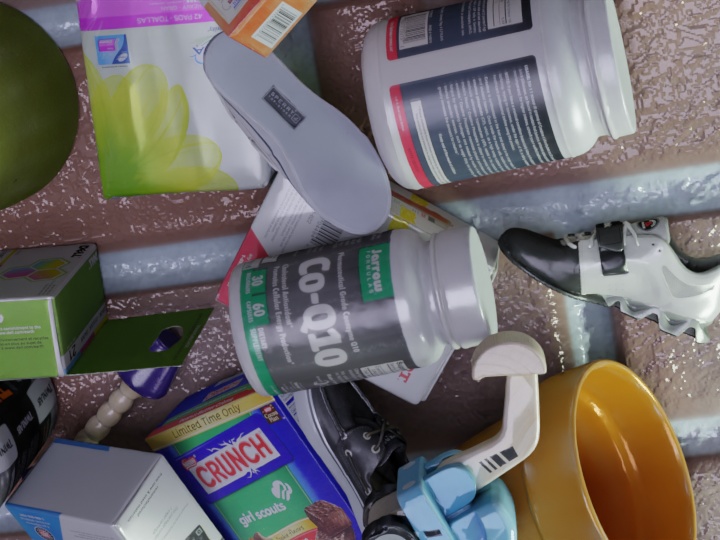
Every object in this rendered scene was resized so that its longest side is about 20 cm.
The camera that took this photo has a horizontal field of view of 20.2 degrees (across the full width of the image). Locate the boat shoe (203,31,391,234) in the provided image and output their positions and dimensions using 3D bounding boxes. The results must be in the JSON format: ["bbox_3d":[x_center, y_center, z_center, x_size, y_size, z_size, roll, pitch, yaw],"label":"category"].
[{"bbox_3d":[-0.050,-0.113,1.629,0.073,0.065,0.200,-38,96,-6],"label":"boat shoe"}]

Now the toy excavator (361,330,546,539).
[{"bbox_3d":[0.088,0.169,1.597,0.199,0.100,0.195,-29,100,7],"label":"toy excavator"}]

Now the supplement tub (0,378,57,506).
[{"bbox_3d":[-0.347,0.149,1.763,0.122,0.200,0.123,2,110,7],"label":"supplement tub"}]

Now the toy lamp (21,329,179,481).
[{"bbox_3d":[-0.229,0.131,1.817,0.058,0.058,0.200,41,110,-7],"label":"toy lamp"}]

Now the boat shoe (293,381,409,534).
[{"bbox_3d":[0.013,0.158,1.684,0.066,0.070,0.201,-24,89,43],"label":"boat shoe"}]

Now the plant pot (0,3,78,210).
[{"bbox_3d":[-0.349,-0.112,1.672,0.186,0.200,0.188,3,110,8],"label":"plant pot"}]

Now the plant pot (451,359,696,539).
[{"bbox_3d":[0.158,0.197,1.721,0.183,0.200,0.201,-22,105,32],"label":"plant pot"}]

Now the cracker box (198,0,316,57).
[{"bbox_3d":[-0.095,-0.283,1.586,0.134,0.058,0.200,-46,59,13],"label":"cracker box"}]

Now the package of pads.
[{"bbox_3d":[-0.149,-0.164,1.694,0.153,0.068,0.201,-2,109,11],"label":"package of pads"}]

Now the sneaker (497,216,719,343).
[{"bbox_3d":[0.215,-0.015,1.692,0.199,0.074,0.089,18,111,-8],"label":"sneaker"}]

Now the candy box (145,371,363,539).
[{"bbox_3d":[-0.064,0.185,1.770,0.169,0.077,0.201,-25,103,42],"label":"candy box"}]

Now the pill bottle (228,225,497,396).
[{"bbox_3d":[0.003,0.030,1.625,0.199,0.113,0.114,-12,107,11],"label":"pill bottle"}]

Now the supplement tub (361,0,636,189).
[{"bbox_3d":[0.111,-0.150,1.621,0.199,0.140,0.141,-11,107,13],"label":"supplement tub"}]

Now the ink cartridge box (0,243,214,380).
[{"bbox_3d":[-0.239,0.032,1.735,0.199,0.148,0.076,-5,107,9],"label":"ink cartridge box"}]

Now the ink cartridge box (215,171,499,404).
[{"bbox_3d":[0.000,0.000,1.720,0.199,0.083,0.146,29,110,-2],"label":"ink cartridge box"}]

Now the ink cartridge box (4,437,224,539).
[{"bbox_3d":[-0.194,0.249,1.776,0.144,0.084,0.200,3,136,40],"label":"ink cartridge box"}]
